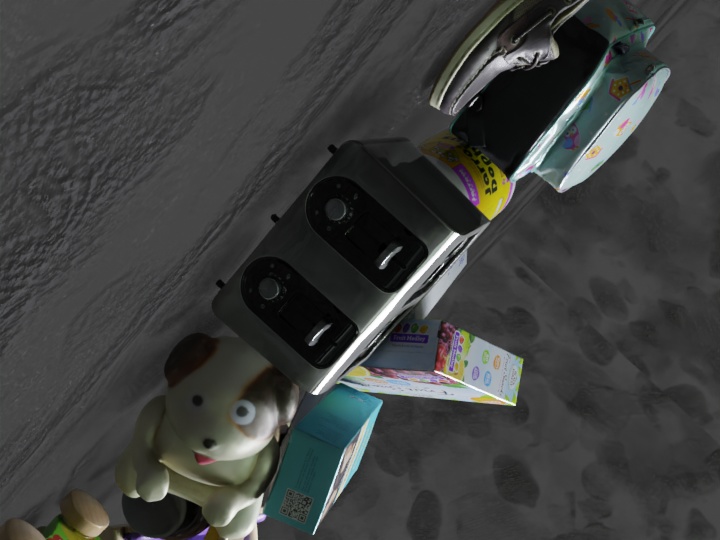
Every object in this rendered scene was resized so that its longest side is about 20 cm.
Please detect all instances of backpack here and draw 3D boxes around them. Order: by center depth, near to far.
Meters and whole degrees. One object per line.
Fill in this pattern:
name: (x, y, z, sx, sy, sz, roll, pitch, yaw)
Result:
backpack: (0.203, -0.183, 1.073, 0.176, 0.153, 0.200, -59, 174, 37)

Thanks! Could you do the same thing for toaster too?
toaster: (-0.003, -0.011, 0.912, 0.181, 0.119, 0.200, -48, 173, 16)

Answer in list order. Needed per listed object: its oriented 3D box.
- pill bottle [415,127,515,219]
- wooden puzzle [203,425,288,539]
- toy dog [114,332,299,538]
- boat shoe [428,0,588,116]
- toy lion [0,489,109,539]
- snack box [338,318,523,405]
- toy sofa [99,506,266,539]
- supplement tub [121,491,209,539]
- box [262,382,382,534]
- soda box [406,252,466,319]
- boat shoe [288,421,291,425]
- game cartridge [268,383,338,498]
pill bottle: (0.072, -0.071, 1.079, 0.104, 0.104, 0.200, -51, 172, 32)
wooden puzzle: (-0.125, 0.243, 1.145, 0.185, 0.037, 0.200, 83, 26, -82)
toy dog: (-0.115, 0.129, 0.964, 0.194, 0.139, 0.200, -57, 178, -25)
boat shoe: (0.139, -0.199, 0.921, 0.200, 0.065, 0.072, -47, 175, 9)
toy lion: (-0.222, 0.287, 0.963, 0.069, 0.192, 0.200, -47, 173, 6)
snack box: (0.033, 0.085, 1.072, 0.142, 0.200, 0.053, 24, 72, -48)
toy sofa: (-0.206, 0.327, 1.305, 0.200, 0.083, 0.097, 1, 172, -44)
supplement tub: (-0.187, 0.229, 1.216, 0.107, 0.107, 0.200, -48, 172, 11)
box: (-0.030, 0.167, 1.030, 0.200, 0.049, 0.082, -30, 141, -78)
soda box: (0.057, -0.008, 1.152, 0.200, 0.063, 0.068, -44, 138, -61)
boat shoe: (-0.145, 0.188, 1.418, 0.073, 0.065, 0.200, -17, 162, 14)
game cartridge: (-0.046, 0.159, 1.215, 0.133, 0.041, 0.200, 97, 17, -55)
